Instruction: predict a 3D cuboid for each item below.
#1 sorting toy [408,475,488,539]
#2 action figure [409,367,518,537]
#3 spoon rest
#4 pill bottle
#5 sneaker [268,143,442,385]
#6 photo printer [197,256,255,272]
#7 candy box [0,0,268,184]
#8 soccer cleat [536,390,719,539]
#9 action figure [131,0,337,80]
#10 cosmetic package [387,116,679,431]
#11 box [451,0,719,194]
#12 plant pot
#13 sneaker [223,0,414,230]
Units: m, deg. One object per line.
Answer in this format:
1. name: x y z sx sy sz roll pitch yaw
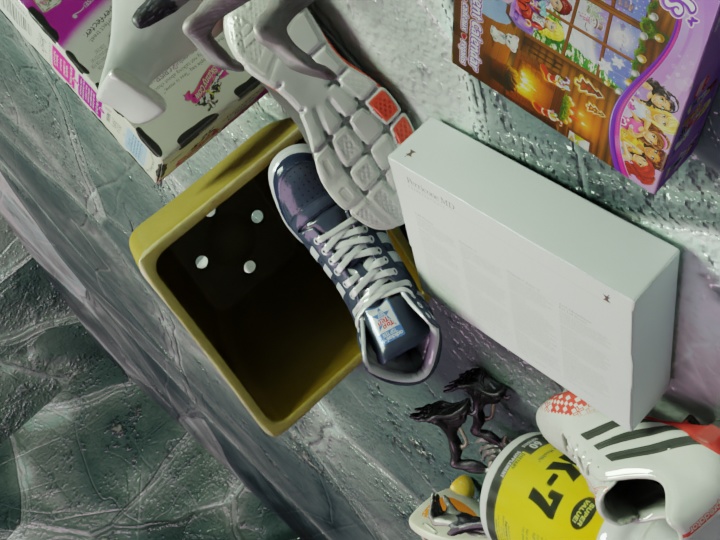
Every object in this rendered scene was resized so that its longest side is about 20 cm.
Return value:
1. sorting toy: 0.175 0.343 1.124 0.179 0.107 0.201 20 147 39
2. action figure: 0.125 0.196 0.920 0.101 0.119 0.202 -9 113 48
3. spoon rest: -0.135 -0.175 0.655 0.099 0.202 0.060 34 137 -26
4. pill bottle: 0.199 0.211 0.784 0.199 0.114 0.115 14 142 57
5. sneaker: 0.000 0.000 0.737 0.201 0.070 0.109 56 -172 -25
6. photo printer: -0.117 0.037 1.181 0.167 0.069 0.199 54 159 -17
7. candy box: -0.177 -0.191 0.772 0.200 0.136 0.061 48 159 -1
8. soccer cleat: 0.183 0.137 0.696 0.069 0.085 0.199 54 159 -20
9. action figure: -0.021 -0.183 0.403 0.103 0.196 0.200 14 -175 -17
10. cosmetic package: 0.115 0.002 0.654 0.199 0.052 0.152 35 160 33
11. box: 0.104 -0.139 0.428 0.136 0.039 0.201 38 158 24
12. plant pot: -0.091 -0.014 0.869 0.197 0.194 0.200 56 166 -25
13. sneaker: -0.020 -0.123 0.709 0.201 0.077 0.082 55 -176 -14
